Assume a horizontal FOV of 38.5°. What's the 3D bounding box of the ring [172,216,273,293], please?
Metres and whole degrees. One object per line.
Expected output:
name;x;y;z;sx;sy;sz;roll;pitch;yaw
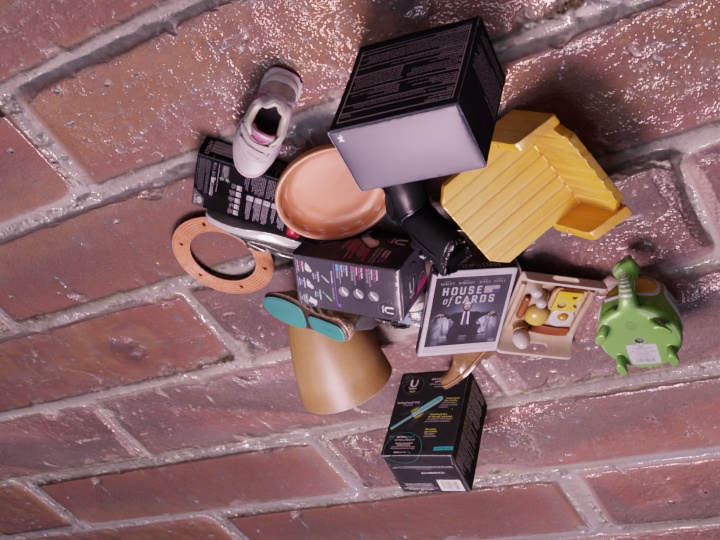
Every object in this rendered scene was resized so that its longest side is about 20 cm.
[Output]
ring;-0.256;-0.031;1.928;0.199;0.019;0.201;9;137;9

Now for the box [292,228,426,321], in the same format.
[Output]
box;0.000;0.000;1.761;0.199;0.122;0.107;9;124;23

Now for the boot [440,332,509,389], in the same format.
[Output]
boot;0.199;0.151;1.942;0.075;0.074;0.200;41;132;2

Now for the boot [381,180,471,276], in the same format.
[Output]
boot;0.102;-0.087;1.626;0.163;0.073;0.199;50;166;26

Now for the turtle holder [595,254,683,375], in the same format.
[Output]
turtle holder;0.452;0.071;1.706;0.185;0.132;0.141;36;137;-18

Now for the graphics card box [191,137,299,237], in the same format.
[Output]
graphics card box;-0.185;-0.140;1.761;0.199;0.051;0.126;16;138;0

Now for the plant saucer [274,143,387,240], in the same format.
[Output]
plant saucer;-0.043;-0.134;1.686;0.199;0.038;0.201;-7;136;-7

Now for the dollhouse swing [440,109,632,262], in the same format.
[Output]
dollhouse swing;0.249;-0.105;1.529;0.200;0.176;0.182;47;174;-22

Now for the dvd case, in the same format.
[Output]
dvd case;0.180;0.067;1.773;0.149;0.025;0.201;-3;133;-12

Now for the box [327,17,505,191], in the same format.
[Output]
box;0.083;-0.232;1.457;0.199;0.199;0.124;-8;132;27

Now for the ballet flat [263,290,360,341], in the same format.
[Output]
ballet flat;-0.082;0.071;1.820;0.199;0.065;0.071;21;139;32

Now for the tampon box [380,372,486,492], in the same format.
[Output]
tampon box;0.148;0.316;2.023;0.149;0.201;0.127;-5;134;26

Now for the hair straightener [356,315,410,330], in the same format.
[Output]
hair straightener;0.041;0.098;1.875;0.199;0.077;0.041;6;104;-35

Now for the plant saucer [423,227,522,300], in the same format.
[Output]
plant saucer;0.183;-0.007;1.792;0.199;0.032;0.201;9;138;8

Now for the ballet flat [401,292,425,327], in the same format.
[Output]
ballet flat;0.064;0.049;1.841;0.199;0.074;0.074;14;140;24

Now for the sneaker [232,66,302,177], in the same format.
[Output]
sneaker;-0.158;-0.220;1.621;0.081;0.088;0.201;22;130;-5

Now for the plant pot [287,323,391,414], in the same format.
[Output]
plant pot;-0.060;0.133;1.939;0.185;0.187;0.201;-10;114;28

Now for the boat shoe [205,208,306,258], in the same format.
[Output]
boat shoe;-0.181;-0.063;1.823;0.199;0.071;0.064;18;131;-2

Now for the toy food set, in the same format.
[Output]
toy food set;0.329;0.082;1.790;0.142;0.061;0.201;6;139;-7
